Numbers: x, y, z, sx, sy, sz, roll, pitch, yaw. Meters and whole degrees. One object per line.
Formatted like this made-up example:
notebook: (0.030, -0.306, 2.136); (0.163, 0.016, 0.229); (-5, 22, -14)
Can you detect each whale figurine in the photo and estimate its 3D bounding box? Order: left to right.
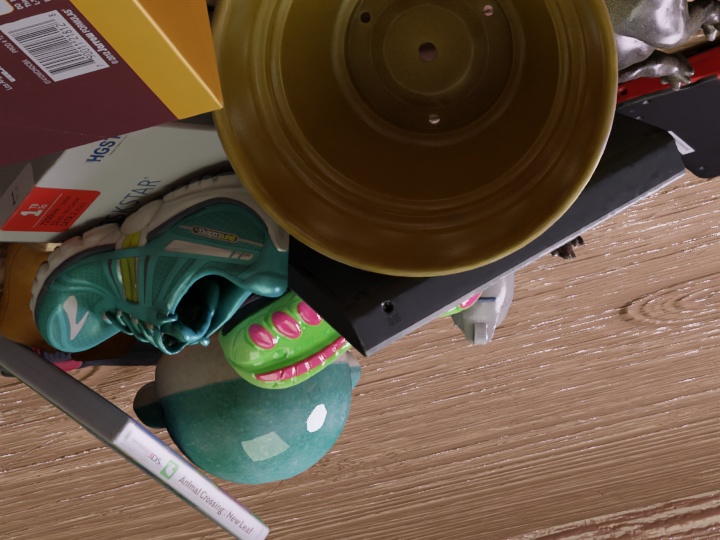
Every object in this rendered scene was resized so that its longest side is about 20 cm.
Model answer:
whale figurine: (-0.074, 0.096, 1.070); (0.159, 0.104, 0.200); (-10, 170, -13)

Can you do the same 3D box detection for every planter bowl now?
planter bowl: (0.030, -0.104, 0.786); (0.200, 0.201, 0.083); (-16, -166, 15)

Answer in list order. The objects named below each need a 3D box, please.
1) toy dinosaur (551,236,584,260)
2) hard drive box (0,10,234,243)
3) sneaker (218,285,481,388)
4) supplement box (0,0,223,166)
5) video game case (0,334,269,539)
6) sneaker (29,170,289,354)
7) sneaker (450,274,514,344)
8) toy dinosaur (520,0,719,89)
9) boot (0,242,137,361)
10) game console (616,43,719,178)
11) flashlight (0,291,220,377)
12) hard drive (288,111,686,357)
toy dinosaur: (0.135, -0.070, 1.019); (0.077, 0.102, 0.200); (28, -157, 33)
hard drive box: (-0.095, -0.076, 0.885); (0.200, 0.077, 0.156); (1, 157, -32)
sneaker: (0.000, 0.000, 0.959); (0.200, 0.084, 0.077); (-22, 125, -20)
supplement box: (-0.183, -0.129, 0.588); (0.200, 0.133, 0.197); (-14, 162, 9)
video game case: (-0.174, 0.108, 1.079); (0.200, 0.022, 0.182); (27, 166, 40)
sneaker: (-0.117, 0.010, 0.879); (0.200, 0.080, 0.077); (-26, 157, 38)
sneaker: (0.070, 0.000, 1.108); (0.075, 0.082, 0.200); (5, -170, 2)
toy dinosaur: (0.142, -0.136, 0.818); (0.102, 0.077, 0.200); (-14, 171, -37)
boot: (-0.133, 0.001, 1.030); (0.201, 0.071, 0.144); (7, 130, -20)
game console: (0.280, -0.118, 1.055); (0.177, 0.031, 0.200); (-15, 161, 27)
flashlight: (-0.173, 0.048, 1.177); (0.200, 0.068, 0.068); (-1, 160, -2)
hard drive: (0.060, -0.033, 0.862); (0.200, 0.033, 0.140); (-29, -157, -10)
